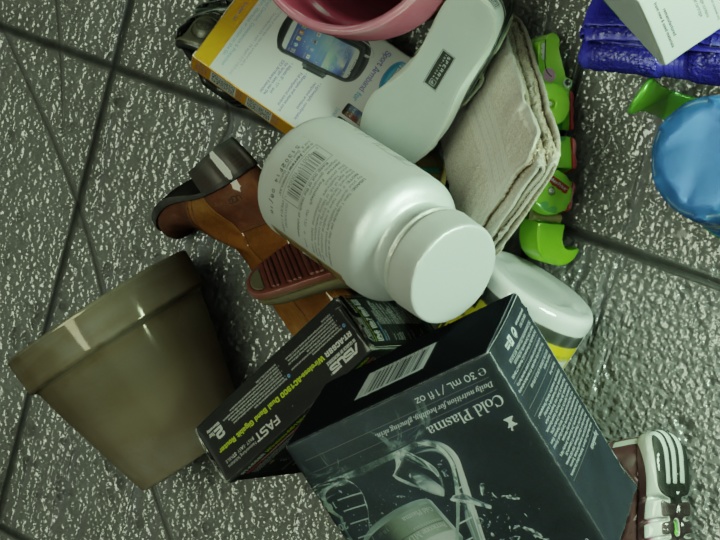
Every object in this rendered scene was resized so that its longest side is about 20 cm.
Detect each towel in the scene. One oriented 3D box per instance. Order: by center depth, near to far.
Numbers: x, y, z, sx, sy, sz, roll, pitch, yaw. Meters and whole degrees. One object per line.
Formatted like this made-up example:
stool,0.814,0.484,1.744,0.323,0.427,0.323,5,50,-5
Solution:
towel,0.286,-0.215,1.512,0.200,0.050,0.148,11,59,30
towel,0.112,-0.113,1.596,0.133,0.034,0.200,-57,27,34

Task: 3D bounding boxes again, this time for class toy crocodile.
toy crocodile,0.160,-0.104,1.623,0.067,0.062,0.200,167,105,-66

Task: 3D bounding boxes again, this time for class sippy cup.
sippy cup,0.297,-0.086,1.496,0.178,0.130,0.140,1,91,31

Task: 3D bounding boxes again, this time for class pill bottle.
pill bottle,0.014,-0.040,1.562,0.200,0.114,0.114,36,108,42
pill bottle,0.104,0.093,1.624,0.114,0.114,0.200,39,109,25

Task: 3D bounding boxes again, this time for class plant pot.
plant pot,0.031,-0.293,1.630,0.200,0.179,0.200,0,90,31
plant pot,-0.204,0.105,1.787,0.200,0.200,0.174,-32,91,27

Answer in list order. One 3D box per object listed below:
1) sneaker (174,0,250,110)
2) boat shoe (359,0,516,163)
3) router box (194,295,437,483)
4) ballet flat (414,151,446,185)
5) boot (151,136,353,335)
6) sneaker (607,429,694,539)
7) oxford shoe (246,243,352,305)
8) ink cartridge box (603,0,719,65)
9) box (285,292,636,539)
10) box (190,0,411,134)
sneaker,-0.115,-0.253,1.760,0.076,0.114,0.200,4,90,30
boat shoe,0.071,-0.165,1.612,0.071,0.064,0.200,45,126,8
router box,-0.031,0.105,1.685,0.200,0.150,0.062,-44,68,24
ballet flat,-0.016,-0.065,1.727,0.200,0.063,0.069,-24,80,30
boot,-0.098,-0.011,1.778,0.200,0.068,0.188,52,141,-1
sneaker,0.219,0.237,1.586,0.115,0.076,0.200,-8,75,36
oxford shoe,0.000,0.000,1.668,0.200,0.075,0.070,-18,38,0
ink cartridge box,0.274,-0.278,1.474,0.200,0.083,0.147,-34,48,0
box,0.083,0.158,1.519,0.200,0.124,0.197,-27,103,25
box,-0.038,-0.175,1.691,0.200,0.041,0.119,36,76,-2
